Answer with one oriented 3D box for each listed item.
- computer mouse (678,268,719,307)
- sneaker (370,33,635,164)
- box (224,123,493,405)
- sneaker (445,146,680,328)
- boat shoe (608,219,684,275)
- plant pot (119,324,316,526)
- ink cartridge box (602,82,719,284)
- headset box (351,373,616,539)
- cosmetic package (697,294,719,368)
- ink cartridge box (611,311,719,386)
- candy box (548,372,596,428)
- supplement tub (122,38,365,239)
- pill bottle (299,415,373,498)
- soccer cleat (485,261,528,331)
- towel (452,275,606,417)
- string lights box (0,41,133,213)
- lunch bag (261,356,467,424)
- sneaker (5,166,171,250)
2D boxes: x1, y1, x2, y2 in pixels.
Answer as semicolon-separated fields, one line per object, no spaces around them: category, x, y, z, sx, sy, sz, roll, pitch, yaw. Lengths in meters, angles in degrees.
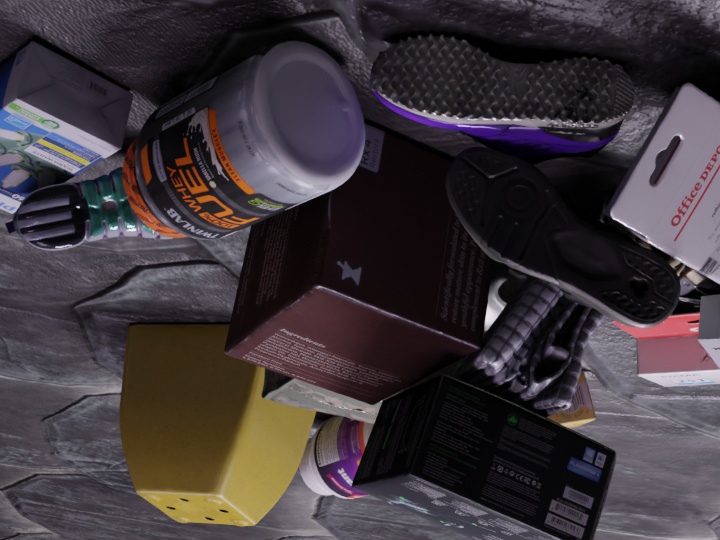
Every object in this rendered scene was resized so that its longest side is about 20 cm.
computer mouse;0.365;0.000;1.184;0.139;0.047;0.200;10;164;-17
sneaker;0.104;-0.119;1.010;0.198;0.070;0.100;9;156;2
box;0.000;0.000;1.172;0.163;0.168;0.200;21;152;-21
sneaker;0.150;-0.024;1.027;0.198;0.077;0.114;30;180;-2
boat shoe;0.257;-0.027;1.144;0.071;0.066;0.201;9;154;1
plant pot;-0.179;0.196;1.587;0.192;0.202;0.196;-1;151;21
ink cartridge box;0.270;-0.060;1.006;0.199;0.117;0.068;26;-172;-29
headset box;0.103;0.181;1.177;0.173;0.094;0.200;24;162;-8
cosmetic package;0.414;0.082;1.191;0.149;0.052;0.200;-10;144;33
ink cartridge box;0.369;0.078;1.298;0.198;0.045;0.176;-7;164;29
candy box;0.132;0.156;1.370;0.198;0.057;0.117;-6;164;-30
supplement tub;-0.101;-0.098;1.062;0.122;0.124;0.199;28;148;-33
pill bottle;0.003;0.235;1.701;0.111;0.113;0.199;23;151;-26
soccer cleat;0.170;0.053;1.337;0.077;0.070;0.200;-18;141;35
towel;0.167;0.056;1.168;0.085;0.166;0.200;38;164;3
string lights box;-0.298;-0.121;1.153;0.102;0.060;0.199;25;150;-34
lunch bag;0.011;0.083;1.390;0.162;0.119;0.200;15;152;-26
sneaker;-0.225;-0.062;1.208;0.198;0.075;0.087;-8;-176;-29
